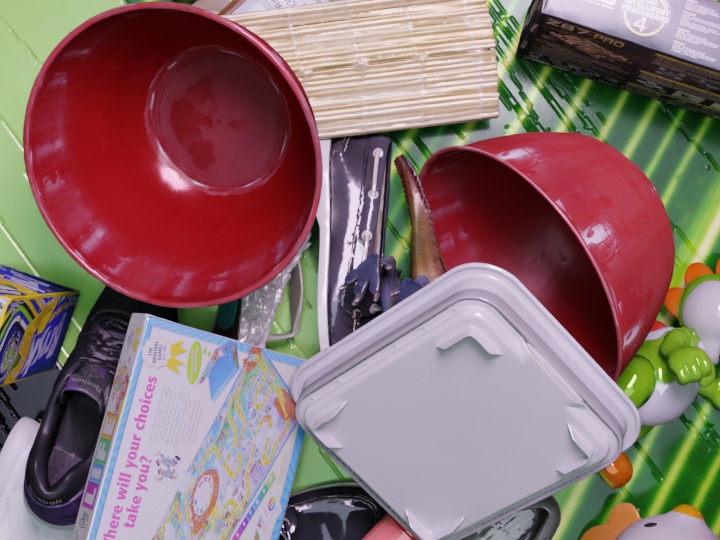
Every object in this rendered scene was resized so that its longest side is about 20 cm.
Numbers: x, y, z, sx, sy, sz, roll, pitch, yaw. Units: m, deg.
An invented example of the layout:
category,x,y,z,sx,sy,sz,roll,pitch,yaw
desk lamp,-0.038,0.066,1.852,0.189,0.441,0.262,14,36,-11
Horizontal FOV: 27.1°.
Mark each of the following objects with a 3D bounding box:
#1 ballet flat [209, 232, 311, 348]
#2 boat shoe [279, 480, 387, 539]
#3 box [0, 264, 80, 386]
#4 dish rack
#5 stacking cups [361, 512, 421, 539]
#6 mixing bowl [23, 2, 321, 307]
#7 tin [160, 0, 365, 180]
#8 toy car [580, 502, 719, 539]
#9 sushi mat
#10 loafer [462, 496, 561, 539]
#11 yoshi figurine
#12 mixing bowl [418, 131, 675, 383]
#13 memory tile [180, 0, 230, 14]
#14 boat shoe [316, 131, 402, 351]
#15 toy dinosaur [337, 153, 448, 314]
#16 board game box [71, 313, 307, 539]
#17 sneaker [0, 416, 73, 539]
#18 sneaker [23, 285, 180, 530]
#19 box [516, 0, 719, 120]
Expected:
category,x,y,z,sx,sy,sz,roll,pitch,yaw
ballet flat,-0.078,0.053,1.077,0.071,0.072,0.201,15,91,1
boat shoe,-0.071,0.209,1.074,0.198,0.066,0.075,-17,89,1
box,-0.250,0.035,1.009,0.070,0.200,0.065,19,91,1
dish rack,0.061,0.099,0.965,0.200,0.044,0.172,-34,107,34
stacking cups,-0.031,0.254,1.057,0.060,0.061,0.200,44,87,0
mixing bowl,-0.110,-0.088,0.992,0.199,0.108,0.201,5,112,12
tin,-0.084,-0.130,1.078,0.200,0.042,0.112,-41,93,4
toy car,0.244,0.208,1.043,0.199,0.184,0.178,16,90,29
sushi mat,-0.003,-0.144,1.054,0.199,0.012,0.096,-7,99,-1
loafer,0.061,0.226,1.069,0.200,0.070,0.070,-44,87,0
yoshi figurine,0.242,0.076,1.056,0.200,0.112,0.112,-41,106,-2
mixing bowl,0.142,-0.018,1.025,0.108,0.200,0.201,-32,90,-24
memory tile,-0.056,-0.248,1.097,0.199,0.017,0.154,-19,90,1
boat shoe,0.000,0.000,1.072,0.060,0.074,0.201,-3,82,6
toy dinosaur,0.076,0.050,1.041,0.105,0.181,0.201,9,73,43
board game box,-0.114,0.143,1.005,0.134,0.034,0.201,18,82,-26
sneaker,-0.225,0.219,1.073,0.115,0.074,0.201,19,89,4
sneaker,-0.175,0.079,1.039,0.075,0.088,0.201,17,67,0
box,0.212,-0.150,1.022,0.199,0.161,0.049,18,91,1
